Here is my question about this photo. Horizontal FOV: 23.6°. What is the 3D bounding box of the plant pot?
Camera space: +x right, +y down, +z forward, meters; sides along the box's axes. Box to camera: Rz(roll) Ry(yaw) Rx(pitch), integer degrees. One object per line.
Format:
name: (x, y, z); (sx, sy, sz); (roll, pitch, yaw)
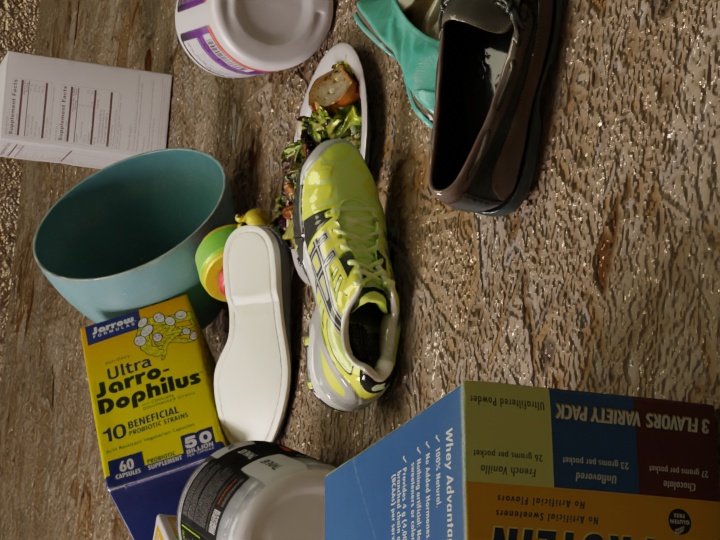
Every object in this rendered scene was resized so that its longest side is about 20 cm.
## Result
plant pot: (-0.202, -0.007, 1.691); (0.200, 0.200, 0.135); (-112, 0, -55)

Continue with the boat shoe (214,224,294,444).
boat shoe: (-0.083, 0.060, 1.504); (0.062, 0.073, 0.200); (-3, -87, -66)

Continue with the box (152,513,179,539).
box: (-0.110, 0.291, 1.409); (0.200, 0.101, 0.113); (-134, 54, -66)

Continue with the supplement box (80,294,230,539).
supplement box: (-0.178, 0.139, 1.572); (0.110, 0.109, 0.200); (74, 177, -46)

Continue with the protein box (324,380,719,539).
protein box: (0.075, 0.180, 0.856); (0.200, 0.135, 0.199); (136, 137, -62)

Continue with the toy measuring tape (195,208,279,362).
toy measuring tape: (-0.127, 0.021, 1.597); (0.074, 0.074, 0.200); (-105, 28, -47)

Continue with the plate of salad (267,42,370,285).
plate of salad: (-0.037, -0.088, 1.409); (0.200, 0.048, 0.200); (-174, 90, -70)

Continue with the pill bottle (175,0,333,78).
pill bottle: (-0.105, -0.231, 1.554); (0.200, 0.111, 0.112); (-169, 86, -71)

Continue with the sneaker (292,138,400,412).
sneaker: (0.000, 0.000, 1.252); (0.076, 0.075, 0.200); (-21, 74, 61)

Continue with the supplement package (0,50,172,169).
supplement package: (-0.341, -0.189, 2.091); (0.114, 0.200, 0.110); (162, 113, -69)

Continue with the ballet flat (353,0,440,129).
ballet flat: (0.052, -0.156, 1.171); (0.070, 0.067, 0.200); (-51, 29, 15)

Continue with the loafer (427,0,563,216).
loafer: (0.077, -0.134, 1.042); (0.072, 0.063, 0.200); (4, 91, 41)

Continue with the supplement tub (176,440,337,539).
supplement tub: (-0.066, 0.192, 1.283); (0.200, 0.122, 0.123); (-175, 91, -71)
